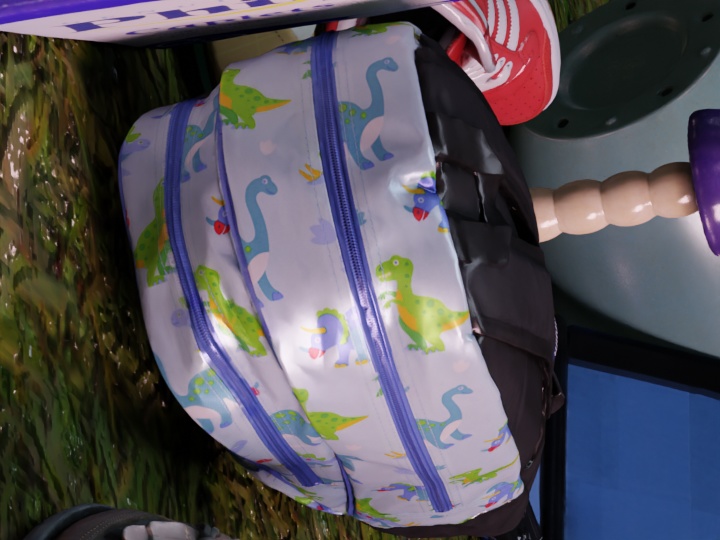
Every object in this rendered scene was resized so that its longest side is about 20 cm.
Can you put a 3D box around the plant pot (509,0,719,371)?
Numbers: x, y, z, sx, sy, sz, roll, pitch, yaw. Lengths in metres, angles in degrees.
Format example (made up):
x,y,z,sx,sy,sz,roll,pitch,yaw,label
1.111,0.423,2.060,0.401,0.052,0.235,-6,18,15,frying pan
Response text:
x,y,z,sx,sy,sz,roll,pitch,yaw,label
0.170,-0.052,1.496,0.161,0.200,0.201,56,24,-32,plant pot

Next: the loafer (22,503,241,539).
x,y,z,sx,sy,sz,roll,pitch,yaw,label
-0.039,0.098,0.782,0.200,0.063,0.072,25,55,-73,loafer

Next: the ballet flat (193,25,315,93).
x,y,z,sx,sy,sz,roll,pitch,yaw,label
-0.039,-0.135,0.957,0.069,0.063,0.201,-70,147,-66,ballet flat

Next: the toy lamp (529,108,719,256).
x,y,z,sx,sy,sz,roll,pitch,yaw,label
0.079,-0.023,1.061,0.058,0.199,0.058,-12,90,-76,toy lamp

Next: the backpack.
x,y,z,sx,sy,sz,roll,pitch,yaw,label
0.000,0.000,0.895,0.200,0.153,0.164,122,-37,-78,backpack

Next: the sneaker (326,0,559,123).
x,y,z,sx,sy,sz,roll,pitch,yaw,label
0.035,-0.093,1.179,0.200,0.071,0.113,50,27,-49,sneaker

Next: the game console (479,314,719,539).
x,y,z,sx,sy,sz,roll,pitch,yaw,label
0.120,0.066,1.338,0.200,0.118,0.171,-85,160,-49,game console

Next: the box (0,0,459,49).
x,y,z,sx,sy,sz,roll,pitch,yaw,label
-0.013,-0.130,0.810,0.200,0.183,0.105,-8,90,-76,box
